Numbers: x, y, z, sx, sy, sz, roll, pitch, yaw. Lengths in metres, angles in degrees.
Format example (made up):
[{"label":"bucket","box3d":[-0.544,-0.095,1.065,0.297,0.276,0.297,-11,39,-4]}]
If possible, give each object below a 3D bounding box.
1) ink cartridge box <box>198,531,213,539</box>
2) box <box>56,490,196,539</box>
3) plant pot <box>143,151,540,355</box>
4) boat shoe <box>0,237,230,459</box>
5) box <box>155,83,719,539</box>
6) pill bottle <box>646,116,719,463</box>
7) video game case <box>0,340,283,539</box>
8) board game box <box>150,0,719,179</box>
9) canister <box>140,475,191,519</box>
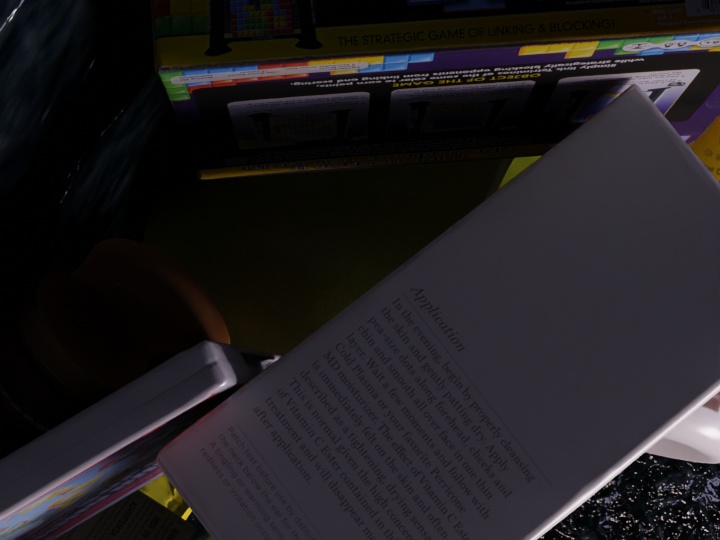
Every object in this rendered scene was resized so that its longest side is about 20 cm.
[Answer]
[{"label":"ink cartridge box","box3d":[-0.026,0.157,0.951,0.145,0.084,0.200,-41,172,1]},{"label":"box","box3d":[-0.191,0.214,0.973,0.201,0.101,0.113,-59,178,37]},{"label":"plant pot","box3d":[0.000,0.000,0.808,0.187,0.199,0.189,-30,125,-54]},{"label":"boat shoe","box3d":[-0.111,0.034,0.670,0.070,0.070,0.200,-42,174,12]},{"label":"box","box3d":[0.040,0.046,0.588,0.200,0.098,0.124,-37,173,-8]},{"label":"pill bottle","box3d":[0.135,-0.026,0.720,0.109,0.108,0.201,116,-9,-81]},{"label":"video game case","box3d":[-0.095,0.071,0.613,0.142,0.018,0.200,-31,173,2]},{"label":"board game box","box3d":[0.033,-0.080,0.585,0.165,0.198,0.057,102,-16,-82]},{"label":"canister","box3d":[-0.196,0.210,1.199,0.201,0.086,0.149,-58,179,25]}]
